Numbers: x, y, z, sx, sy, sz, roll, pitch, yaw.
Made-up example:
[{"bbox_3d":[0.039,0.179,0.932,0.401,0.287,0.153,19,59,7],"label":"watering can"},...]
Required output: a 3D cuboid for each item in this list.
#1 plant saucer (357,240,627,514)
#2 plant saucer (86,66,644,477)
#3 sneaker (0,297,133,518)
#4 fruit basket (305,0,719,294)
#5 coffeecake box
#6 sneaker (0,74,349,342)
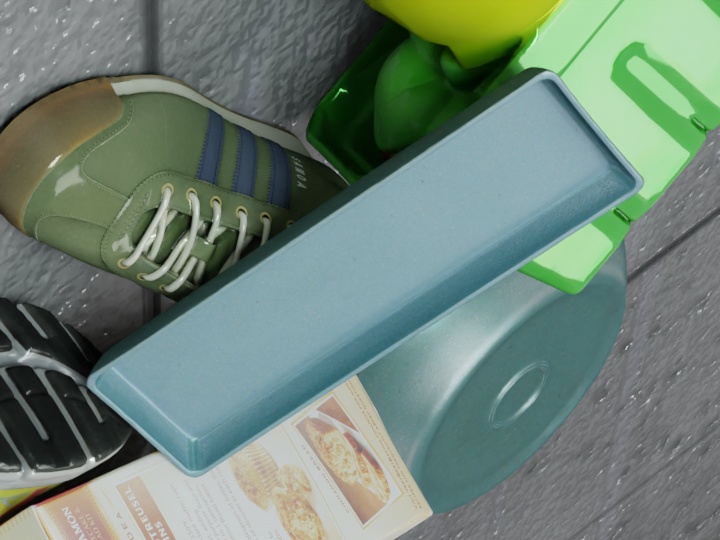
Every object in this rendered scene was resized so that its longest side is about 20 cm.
[{"bbox_3d":[0.065,0.050,1.432,0.200,0.036,0.200,-37,153,-23],"label":"plant saucer"},{"bbox_3d":[0.000,0.000,1.051,0.200,0.019,0.070,-34,130,12],"label":"plant saucer"},{"bbox_3d":[-0.167,0.073,1.052,0.200,0.078,0.090,-19,155,-42],"label":"sneaker"},{"bbox_3d":[0.050,-0.116,1.087,0.215,0.156,0.216,-5,108,-14],"label":"fruit basket"},{"bbox_3d":[-0.092,0.123,1.149,0.153,0.073,0.200,-34,173,36],"label":"coffeecake box"},{"bbox_3d":[-0.047,-0.015,1.084,0.067,0.090,0.200,-54,155,15],"label":"sneaker"}]
